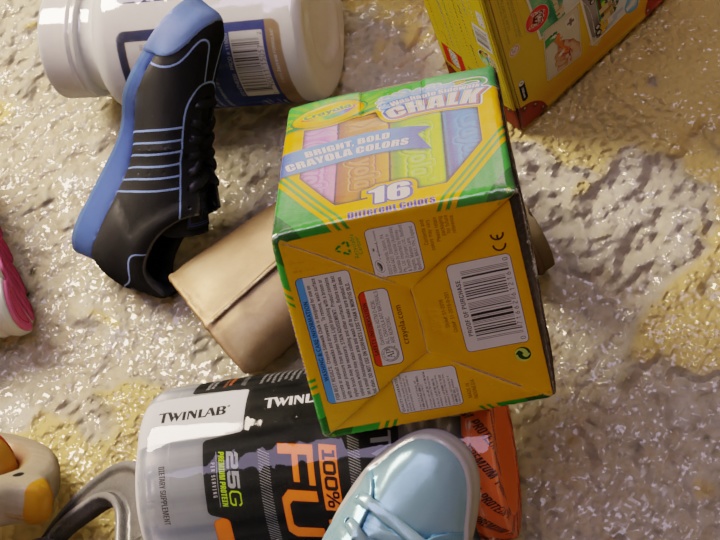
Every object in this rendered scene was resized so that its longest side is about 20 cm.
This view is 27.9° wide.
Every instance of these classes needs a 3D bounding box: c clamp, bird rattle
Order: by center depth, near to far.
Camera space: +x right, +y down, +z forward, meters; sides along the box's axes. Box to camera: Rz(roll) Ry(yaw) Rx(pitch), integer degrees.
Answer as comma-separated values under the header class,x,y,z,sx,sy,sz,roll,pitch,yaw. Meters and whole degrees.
class,x,y,z,sx,sy,sz,roll,pitch,yaw
c clamp,-0.174,0.211,0.836,0.171,0.027,0.201,-33,41,33
bird rattle,-0.268,0.131,0.891,0.162,0.200,0.113,3,91,-17

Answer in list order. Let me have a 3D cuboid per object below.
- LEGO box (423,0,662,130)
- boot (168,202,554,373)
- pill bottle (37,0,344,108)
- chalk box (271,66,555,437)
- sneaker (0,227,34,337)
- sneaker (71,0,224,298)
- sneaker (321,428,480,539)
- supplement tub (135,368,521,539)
class,x,y,z,sx,sy,sz,roll,pitch,yaw
LEGO box,0.112,-0.210,0.920,0.149,0.200,0.077,-42,58,-10
boot,0.000,0.000,0.919,0.200,0.066,0.175,-38,48,-6
pill bottle,-0.119,-0.169,1.024,0.199,0.111,0.111,-2,60,16
chalk box,0.028,-0.025,0.785,0.123,0.125,0.200,-11,28,7
sneaker,-0.299,-0.023,1.017,0.087,0.074,0.200,-25,61,-5
sneaker,-0.120,-0.076,0.953,0.078,0.070,0.200,32,115,14
sneaker,-0.005,0.169,0.707,0.074,0.082,0.200,30,91,8
supplement tub,-0.015,0.114,0.816,0.199,0.123,0.123,-10,58,12
